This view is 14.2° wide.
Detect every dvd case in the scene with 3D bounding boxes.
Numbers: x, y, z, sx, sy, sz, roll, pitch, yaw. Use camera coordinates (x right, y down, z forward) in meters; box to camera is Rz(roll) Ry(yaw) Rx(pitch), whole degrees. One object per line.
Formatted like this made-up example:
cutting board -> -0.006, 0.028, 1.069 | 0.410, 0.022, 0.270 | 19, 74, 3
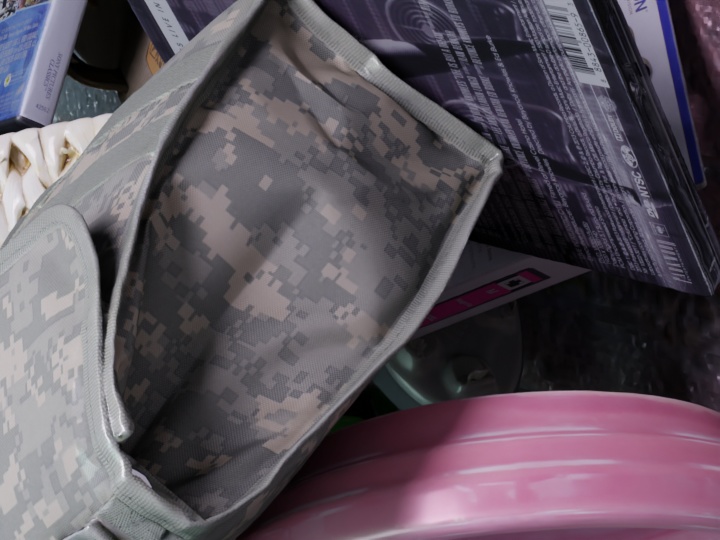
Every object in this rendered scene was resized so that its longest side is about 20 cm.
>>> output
dvd case -> -0.139, -0.139, 1.186 | 0.143, 0.018, 0.200 | -11, 61, 56
dvd case -> 0.010, -0.063, 0.913 | 0.200, 0.016, 0.149 | 14, 148, 36

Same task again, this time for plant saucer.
plant saucer -> 0.052, 0.084, 0.931 | 0.201, 0.200, 0.051 | -32, 56, 54

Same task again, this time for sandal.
sandal -> -0.102, -0.102, 1.173 | 0.200, 0.054, 0.080 | -126, 43, -61

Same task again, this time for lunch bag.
lunch bag -> -0.069, 0.033, 0.877 | 0.118, 0.200, 0.164 | 38, 136, -10

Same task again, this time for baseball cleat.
baseball cleat -> 0.000, 0.000, 1.093 | 0.106, 0.070, 0.200 | 109, 145, -45

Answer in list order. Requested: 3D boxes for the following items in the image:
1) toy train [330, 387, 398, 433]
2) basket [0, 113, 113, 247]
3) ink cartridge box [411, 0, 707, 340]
toy train -> 0.010, 0.136, 1.087 | 0.056, 0.042, 0.200 | -13, 105, 20
basket -> -0.109, 0.053, 1.063 | 0.136, 0.123, 0.200 | 42, -143, -72
ink cartridge box -> 0.030, -0.033, 0.997 | 0.200, 0.037, 0.095 | -23, 63, 29
